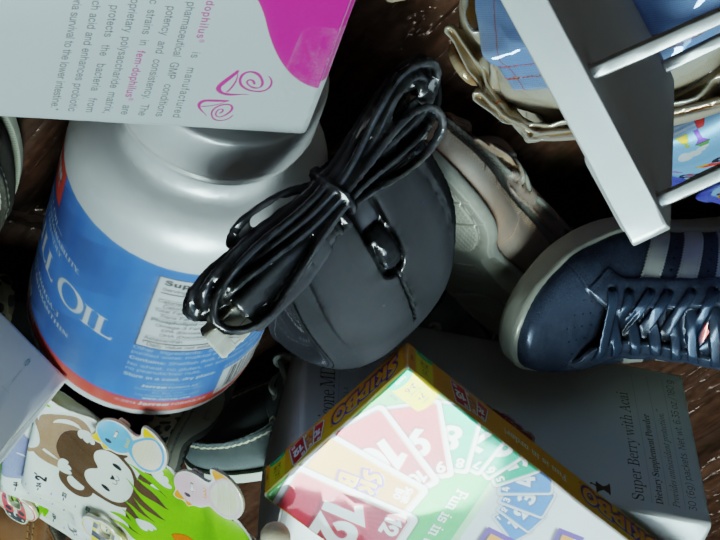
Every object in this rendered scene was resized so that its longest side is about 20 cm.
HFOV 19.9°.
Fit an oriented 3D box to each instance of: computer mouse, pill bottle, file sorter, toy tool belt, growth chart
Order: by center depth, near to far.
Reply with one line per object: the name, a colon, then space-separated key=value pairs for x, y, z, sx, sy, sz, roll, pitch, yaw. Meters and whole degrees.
file sorter: x=0.096 y=-0.140 z=0.634 sx=0.124 sy=0.139 sz=0.200 roll=-24 pitch=109 yaw=19
toy tool belt: x=0.117 y=-0.125 z=0.763 sx=0.200 sy=0.125 sz=0.123 roll=-23 pitch=154 yaw=23
computer mouse: x=0.000 y=0.000 z=0.852 sx=0.139 sy=0.053 sz=0.200 roll=-47 pitch=168 yaw=-7
pill bottle: x=-0.078 y=-0.030 z=0.884 sx=0.112 sy=0.112 sz=0.200 roll=3 pitch=146 yaw=-16
growth chart: x=-0.117 y=0.112 z=0.976 sx=0.200 sy=0.018 sz=0.145 roll=27 pitch=143 yaw=20

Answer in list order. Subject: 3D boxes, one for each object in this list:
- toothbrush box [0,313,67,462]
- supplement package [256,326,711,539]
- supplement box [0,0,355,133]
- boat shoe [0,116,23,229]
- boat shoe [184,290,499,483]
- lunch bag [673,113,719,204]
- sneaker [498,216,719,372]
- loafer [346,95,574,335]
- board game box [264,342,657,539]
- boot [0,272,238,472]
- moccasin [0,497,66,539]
toothbrush box: x=-0.255 y=0.059 z=0.942 sx=0.146 sy=0.085 sz=0.200 roll=47 pitch=133 yaw=-13
supplement package: x=0.055 y=0.113 z=1.018 sx=0.200 sy=0.121 sz=0.120 roll=10 pitch=124 yaw=-7
supplement box: x=-0.108 y=-0.121 z=0.738 sx=0.200 sy=0.103 sz=0.101 roll=4 pitch=146 yaw=-15
boat shoe: x=-0.192 y=-0.062 z=0.855 sx=0.072 sy=0.061 sz=0.201 roll=-11 pitch=149 yaw=6
boat shoe: x=-0.017 y=0.056 z=1.096 sx=0.200 sy=0.073 sz=0.062 roll=-20 pitch=122 yaw=22
lunch bag: x=0.203 y=-0.086 z=0.899 sx=0.150 sy=0.094 sz=0.200 roll=-24 pitch=157 yaw=23
sneaker: x=0.161 y=0.020 z=0.988 sx=0.200 sy=0.085 sz=0.075 roll=-13 pitch=127 yaw=-34
loafer: x=0.054 y=-0.034 z=0.971 sx=0.072 sy=0.063 sz=0.200 roll=14 pitch=158 yaw=33
board game box: x=0.061 y=0.124 z=0.938 sx=0.200 sy=0.030 sz=0.096 roll=37 pitch=114 yaw=-22
boot: x=-0.161 y=0.063 z=1.066 sx=0.154 sy=0.074 sz=0.204 roll=13 pitch=146 yaw=-20
moccasin: x=-0.264 y=0.150 z=1.142 sx=0.201 sy=0.078 sz=0.074 roll=10 pitch=155 yaw=9
